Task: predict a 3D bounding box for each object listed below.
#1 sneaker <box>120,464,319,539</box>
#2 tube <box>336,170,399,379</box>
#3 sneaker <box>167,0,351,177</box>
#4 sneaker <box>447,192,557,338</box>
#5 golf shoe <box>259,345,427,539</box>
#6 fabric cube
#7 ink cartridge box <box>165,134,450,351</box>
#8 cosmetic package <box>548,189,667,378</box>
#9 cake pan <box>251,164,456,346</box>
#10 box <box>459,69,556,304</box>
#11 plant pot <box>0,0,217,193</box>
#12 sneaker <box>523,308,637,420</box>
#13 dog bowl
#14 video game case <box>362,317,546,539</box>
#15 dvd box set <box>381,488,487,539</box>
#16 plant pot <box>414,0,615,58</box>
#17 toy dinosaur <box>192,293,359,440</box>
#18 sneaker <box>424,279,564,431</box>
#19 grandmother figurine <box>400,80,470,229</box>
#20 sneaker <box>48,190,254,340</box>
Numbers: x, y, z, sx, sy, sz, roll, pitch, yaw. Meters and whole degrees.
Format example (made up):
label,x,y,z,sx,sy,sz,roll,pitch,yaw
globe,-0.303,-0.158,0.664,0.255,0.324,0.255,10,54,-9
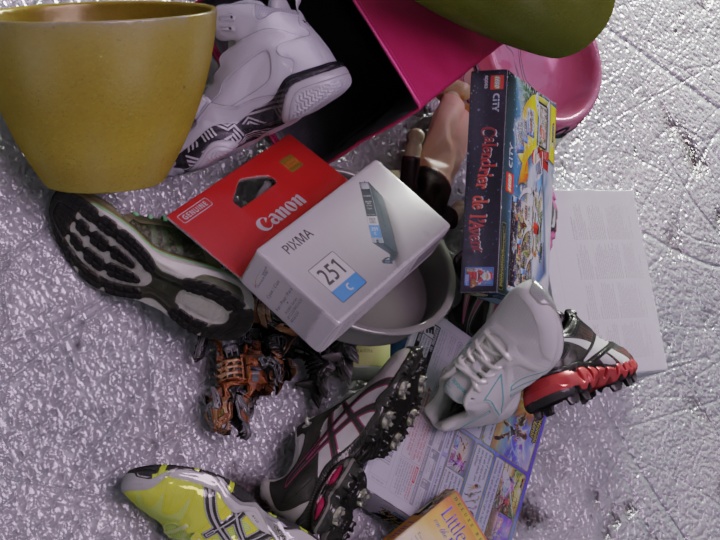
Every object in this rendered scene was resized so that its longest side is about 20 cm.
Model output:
label,x,y,z,sx,sy,sz,roll,pitch,yaw
sneaker,-0.115,0.226,1.324,0.199,0.075,0.077,33,61,-22
tube,0.000,0.000,1.498,0.058,0.052,0.202,14,67,-38
sneaker,-0.116,-0.165,1.391,0.116,0.198,0.075,63,11,-2
sneaker,0.133,-0.019,1.580,0.080,0.086,0.202,47,52,-46
golf shoe,-0.011,0.140,1.404,0.201,0.087,0.077,-56,152,-25
fabric cube,0.001,-0.241,1.482,0.199,0.199,0.197,-41,101,-40
ink cartridge box,-0.041,-0.042,1.366,0.176,0.045,0.200,40,40,8
cosmetic package,0.238,0.016,1.674,0.150,0.051,0.202,0,76,-39
cake pan,-0.010,-0.011,1.417,0.198,0.037,0.201,18,42,-16
box,0.138,-0.071,1.464,0.136,0.037,0.202,18,74,-62
plant pot,-0.214,-0.143,1.310,0.199,0.199,0.144,-13,108,-39
sneaker,0.207,0.081,1.535,0.200,0.070,0.099,-5,71,-57
dog bowl,0.173,-0.223,1.686,0.199,0.074,0.202,13,68,-35
video game case,0.083,0.163,1.513,0.181,0.045,0.201,34,58,-23
dvd box set,0.044,0.311,1.411,0.199,0.029,0.147,-36,99,-22
plant pot,0.130,-0.274,1.368,0.200,0.186,0.189,35,56,-42
toy dinosaur,-0.073,0.055,1.404,0.135,0.102,0.202,21,84,-12
sneaker,0.119,0.086,1.418,0.080,0.201,0.071,-19,60,-32
grandmother figurine,0.070,-0.088,1.577,0.121,0.060,0.201,44,56,-33
sneaker,-0.174,-0.018,1.361,0.199,0.077,0.089,32,37,-12
